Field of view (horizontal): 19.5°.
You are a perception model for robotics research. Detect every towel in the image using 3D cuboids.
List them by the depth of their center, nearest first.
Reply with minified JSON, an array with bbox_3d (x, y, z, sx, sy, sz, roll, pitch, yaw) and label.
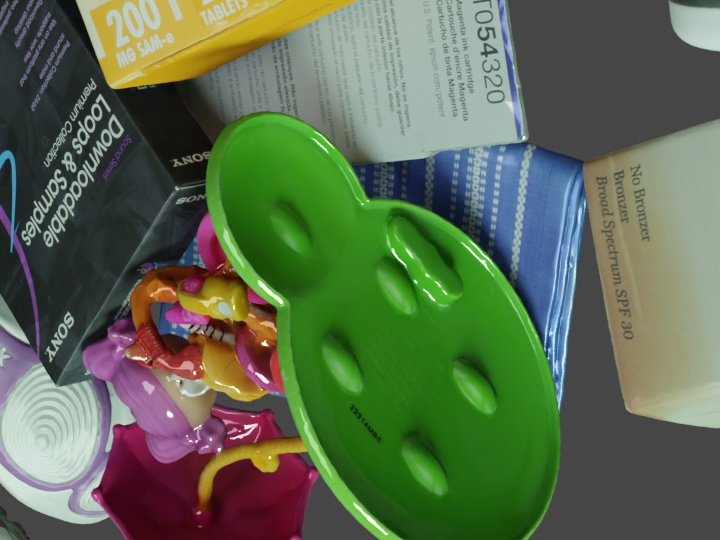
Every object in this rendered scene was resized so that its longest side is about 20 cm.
[{"bbox_3d":[0.000,0.000,0.909,0.200,0.024,0.145,15,112,23],"label":"towel"}]

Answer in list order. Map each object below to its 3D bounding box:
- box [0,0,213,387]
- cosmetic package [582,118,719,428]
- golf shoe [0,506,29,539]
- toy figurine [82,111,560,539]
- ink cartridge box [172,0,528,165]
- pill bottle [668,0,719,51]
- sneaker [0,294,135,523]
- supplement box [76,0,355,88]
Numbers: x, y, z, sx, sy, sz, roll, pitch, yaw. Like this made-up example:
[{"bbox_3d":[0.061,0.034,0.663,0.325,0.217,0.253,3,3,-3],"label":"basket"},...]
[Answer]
[{"bbox_3d":[-0.143,-0.069,0.908,0.200,0.036,0.143,54,136,20],"label":"box"},{"bbox_3d":[0.192,-0.014,0.752,0.200,0.087,0.104,-18,74,30],"label":"cosmetic package"},{"bbox_3d":[-0.229,0.128,1.031,0.073,0.092,0.200,-38,88,30],"label":"golf shoe"},{"bbox_3d":[-0.049,0.053,0.860,0.184,0.150,0.200,-26,110,40],"label":"toy figurine"},{"bbox_3d":[-0.027,-0.139,0.860,0.200,0.043,0.197,-5,98,28],"label":"ink cartridge box"},{"bbox_3d":[0.153,-0.182,0.718,0.112,0.112,0.200,0,106,27],"label":"pill bottle"},{"bbox_3d":[-0.174,0.033,0.991,0.075,0.100,0.200,-40,107,-3],"label":"sneaker"},{"bbox_3d":[-0.067,-0.186,0.806,0.126,0.074,0.200,-22,88,29],"label":"supplement box"}]
